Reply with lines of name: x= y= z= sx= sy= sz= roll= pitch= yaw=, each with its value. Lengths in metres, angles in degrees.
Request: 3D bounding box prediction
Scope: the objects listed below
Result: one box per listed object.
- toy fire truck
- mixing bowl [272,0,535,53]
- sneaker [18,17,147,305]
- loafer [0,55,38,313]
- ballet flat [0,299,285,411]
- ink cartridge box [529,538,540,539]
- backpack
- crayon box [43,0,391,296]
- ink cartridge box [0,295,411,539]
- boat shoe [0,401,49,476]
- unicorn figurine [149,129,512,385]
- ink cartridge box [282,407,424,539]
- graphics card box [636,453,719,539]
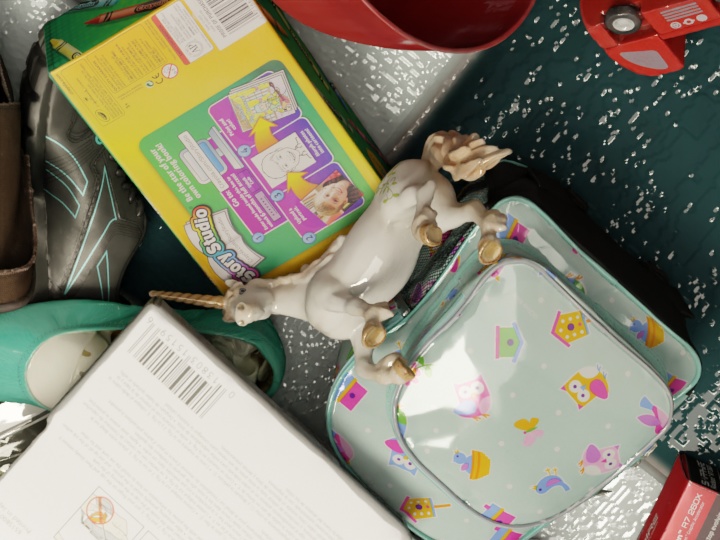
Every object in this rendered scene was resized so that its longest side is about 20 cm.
toy fire truck: x=0.240 y=-0.142 z=1.270 sx=0.199 sy=0.049 sz=0.141 roll=-13 pitch=144 yaw=31
mixing bowl: x=0.000 y=-0.203 z=1.231 sx=0.108 sy=0.200 sz=0.201 roll=-15 pitch=108 yaw=45
sneaker: x=-0.166 y=-0.052 z=1.337 sx=0.079 sy=0.075 sz=0.201 roll=2 pitch=113 yaw=-12
loafer: x=-0.222 y=-0.064 z=1.263 sx=0.073 sy=0.201 sz=0.071 roll=-2 pitch=141 yaw=-23
ballet flat: x=-0.135 y=0.055 z=1.320 sx=0.199 sy=0.070 sz=0.068 roll=-2 pitch=116 yaw=-21
ink cartridge box: x=0.025 y=0.274 z=1.424 sx=0.199 sy=0.047 sz=0.199 roll=-5 pitch=105 yaw=3
backpack: x=0.079 y=0.066 z=1.308 sx=0.176 sy=0.153 sz=0.200 roll=40 pitch=111 yaw=-14
crayon box: x=-0.075 y=-0.083 z=1.284 sx=0.118 sy=0.058 sz=0.200 roll=-30 pitch=124 yaw=10
ink cartridge box: x=-0.100 y=0.145 z=1.270 sx=0.200 sy=0.044 sz=0.174 roll=43 pitch=91 yaw=-6
boat shoe: x=-0.238 y=0.120 z=1.381 sx=0.199 sy=0.071 sz=0.064 roll=-26 pitch=102 yaw=8
unicorn figurine: x=0.000 y=0.000 z=1.256 sx=0.200 sy=0.137 sz=0.074 roll=-40 pitch=122 yaw=-4
ink cartridge box: x=-0.025 y=0.199 z=1.343 sx=0.200 sy=0.084 sz=0.145 roll=41 pitch=92 yaw=5
graphics card box: x=0.261 y=0.209 z=1.388 sx=0.199 sy=0.051 sz=0.126 roll=23 pitch=106 yaw=-4
